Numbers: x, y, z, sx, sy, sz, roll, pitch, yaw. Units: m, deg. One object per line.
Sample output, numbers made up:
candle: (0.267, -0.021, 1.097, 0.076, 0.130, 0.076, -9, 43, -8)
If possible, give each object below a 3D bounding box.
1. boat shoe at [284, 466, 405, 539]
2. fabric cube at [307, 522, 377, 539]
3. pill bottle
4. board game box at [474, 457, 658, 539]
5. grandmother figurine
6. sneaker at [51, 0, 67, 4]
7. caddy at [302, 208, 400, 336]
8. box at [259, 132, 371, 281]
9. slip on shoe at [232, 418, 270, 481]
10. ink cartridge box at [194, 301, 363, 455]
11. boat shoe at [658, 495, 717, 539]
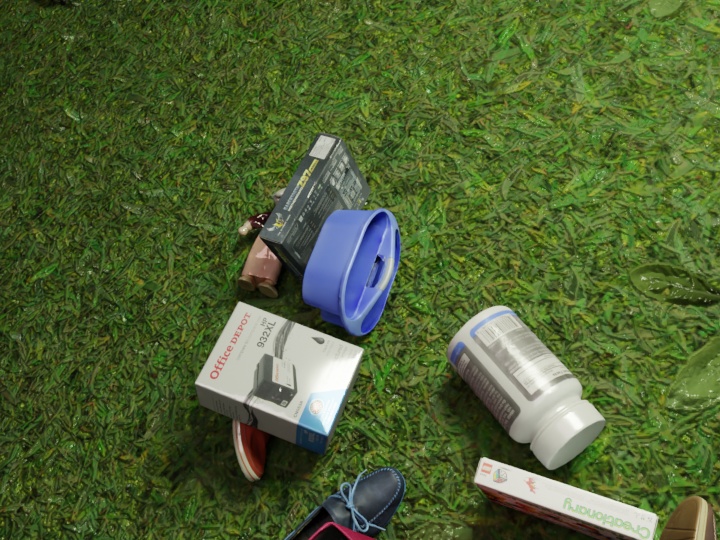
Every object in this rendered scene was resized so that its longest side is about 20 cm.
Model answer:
boat shoe: (-0.023, 0.339, 0.940, 0.200, 0.069, 0.084, -43, 58, -5)
fabric cube: (0.000, 0.437, 0.804, 0.200, 0.199, 0.196, 37, 81, 31)
pill bottle: (0.215, 0.152, 0.924, 0.114, 0.114, 0.200, -38, 58, -2)
board game box: (0.244, 0.281, 0.838, 0.200, 0.126, 0.035, 13, 68, 26)
grandmother figurine: (-0.150, -0.058, 1.206, 0.121, 0.061, 0.200, 20, 67, -1)
sneaker: (-0.717, -0.728, 1.755, 0.199, 0.076, 0.114, -8, 63, 20)
caddy: (0.000, 0.000, 1.068, 0.105, 0.141, 0.200, 9, 68, 29)
box: (-0.067, -0.094, 1.131, 0.051, 0.158, 0.200, 20, 73, 28)
slip on shoe: (-0.149, 0.213, 1.054, 0.061, 0.074, 0.200, -7, 57, 14)
ink cartridge box: (-0.114, 0.153, 1.012, 0.200, 0.084, 0.145, 20, 58, 7)
boat shoe: (0.380, 0.360, 0.791, 0.072, 0.072, 0.200, 24, 59, -3)
